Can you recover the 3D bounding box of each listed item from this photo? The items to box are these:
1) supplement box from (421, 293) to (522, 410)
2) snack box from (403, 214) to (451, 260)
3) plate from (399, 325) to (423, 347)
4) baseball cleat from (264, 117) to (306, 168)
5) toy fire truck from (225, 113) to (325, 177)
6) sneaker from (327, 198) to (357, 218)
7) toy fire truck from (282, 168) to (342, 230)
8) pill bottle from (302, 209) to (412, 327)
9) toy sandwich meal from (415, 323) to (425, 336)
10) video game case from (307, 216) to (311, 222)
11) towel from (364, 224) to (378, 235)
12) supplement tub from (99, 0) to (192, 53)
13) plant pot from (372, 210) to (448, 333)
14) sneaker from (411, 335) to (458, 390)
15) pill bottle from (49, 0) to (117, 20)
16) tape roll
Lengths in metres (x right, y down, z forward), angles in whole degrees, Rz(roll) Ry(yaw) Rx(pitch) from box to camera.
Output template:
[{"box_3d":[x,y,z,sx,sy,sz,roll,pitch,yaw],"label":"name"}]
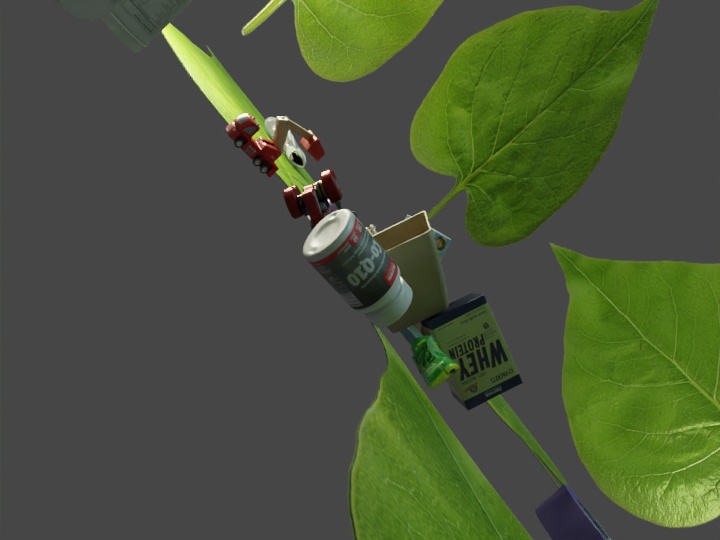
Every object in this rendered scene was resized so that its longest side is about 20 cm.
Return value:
[{"box_3d":[0.235,0.171,1.717,0.200,0.132,0.203,159,-94,-88],"label":"supplement box"},{"box_3d":[0.112,-0.009,1.799,0.115,0.203,0.037,29,6,12],"label":"snack box"},{"box_3d":[0.125,0.156,1.871,0.201,0.025,0.200,49,6,-7],"label":"plate"},{"box_3d":[-0.244,-0.425,2.610,0.200,0.070,0.107,48,5,-15],"label":"baseball cleat"},{"box_3d":[-0.181,-0.281,1.690,0.200,0.141,0.049,45,5,-44],"label":"toy fire truck"},{"box_3d":[-0.029,-0.103,2.038,0.201,0.087,0.076,48,4,-21],"label":"sneaker"},{"box_3d":[-0.079,-0.112,1.646,0.200,0.110,0.171,-87,154,-82],"label":"toy fire truck"},{"box_3d":[0.000,0.000,1.390,0.200,0.114,0.114,47,5,-27],"label":"pill bottle"},{"box_3d":[0.152,0.088,2.001,0.205,0.069,0.209,157,-89,-85],"label":"toy sandwich meal"},{"box_3d":[-0.039,-0.039,1.868,0.201,0.023,0.182,53,6,38],"label":"video game case"},{"box_3d":[0.056,-0.009,2.037,0.133,0.034,0.203,92,-26,-65],"label":"towel"},{"box_3d":[-0.354,-0.486,1.330,0.132,0.199,0.132,48,6,-6],"label":"supplement tub"},{"box_3d":[0.091,0.013,1.691,0.200,0.197,0.180,-86,151,-75],"label":"plant pot"},{"box_3d":[0.134,0.178,1.552,0.084,0.074,0.200,51,-4,-8],"label":"sneaker"},{"box_3d":[-0.387,-0.417,1.034,0.201,0.112,0.112,53,7,32],"label":"pill bottle"},{"box_3d":[0.446,0.537,1.578,0.201,0.085,0.200,49,6,-7],"label":"tape roll"}]
